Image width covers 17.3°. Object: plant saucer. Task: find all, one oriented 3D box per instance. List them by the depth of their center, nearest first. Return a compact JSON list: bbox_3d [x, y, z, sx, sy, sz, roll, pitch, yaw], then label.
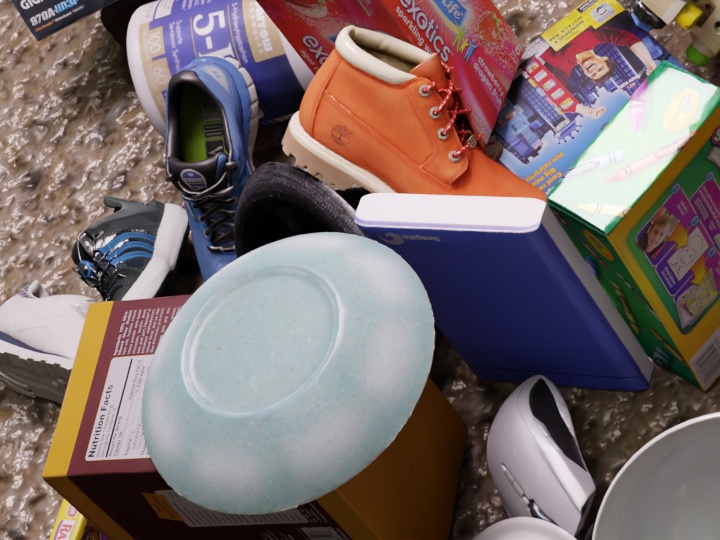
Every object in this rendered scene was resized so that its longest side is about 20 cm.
[{"bbox_3d":[-0.053,0.051,1.439,0.201,0.039,0.201,-15,51,19],"label":"plant saucer"}]

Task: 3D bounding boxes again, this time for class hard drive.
[{"bbox_3d":[0.096,0.016,1.536,0.132,0.200,0.025,3,60,31],"label":"hard drive"}]

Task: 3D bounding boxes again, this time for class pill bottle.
[{"bbox_3d":[-0.067,-0.175,1.820,0.200,0.120,0.120,-16,52,20],"label":"pill bottle"}]

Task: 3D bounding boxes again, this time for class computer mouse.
[{"bbox_3d":[0.116,0.148,1.513,0.200,0.044,0.110,-110,35,-46],"label":"computer mouse"}]

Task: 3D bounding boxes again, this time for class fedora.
[{"bbox_3d":[0.000,0.000,1.657,0.092,0.201,0.201,-26,40,-31],"label":"fedora"}]

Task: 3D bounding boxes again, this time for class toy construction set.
[{"bbox_3d":[0.213,-0.220,1.662,0.200,0.092,0.131,32,36,18],"label":"toy construction set"}]

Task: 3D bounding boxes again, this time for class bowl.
[{"bbox_3d":[0.244,0.167,1.393,0.201,0.090,0.201,5,104,22],"label":"bowl"}]

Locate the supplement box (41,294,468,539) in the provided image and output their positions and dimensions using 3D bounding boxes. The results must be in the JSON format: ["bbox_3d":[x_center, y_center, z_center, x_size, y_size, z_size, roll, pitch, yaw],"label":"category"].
[{"bbox_3d":[-0.065,0.119,1.557,0.200,0.197,0.133,-5,56,26],"label":"supplement box"}]

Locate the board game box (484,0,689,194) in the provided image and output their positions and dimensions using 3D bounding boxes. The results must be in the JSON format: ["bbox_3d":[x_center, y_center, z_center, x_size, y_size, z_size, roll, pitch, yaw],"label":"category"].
[{"bbox_3d":[0.152,-0.071,1.660,0.200,0.062,0.200,-37,48,1],"label":"board game box"}]

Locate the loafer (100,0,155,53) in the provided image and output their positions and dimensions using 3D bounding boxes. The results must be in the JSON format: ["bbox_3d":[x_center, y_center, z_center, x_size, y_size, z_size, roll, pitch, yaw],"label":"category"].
[{"bbox_3d":[-0.112,-0.223,1.925,0.200,0.073,0.071,-26,79,15],"label":"loafer"}]

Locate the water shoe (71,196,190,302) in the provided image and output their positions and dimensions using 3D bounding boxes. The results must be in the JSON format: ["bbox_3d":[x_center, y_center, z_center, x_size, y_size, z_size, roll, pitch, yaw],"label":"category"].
[{"bbox_3d":[-0.179,0.008,1.742,0.079,0.072,0.200,13,24,0],"label":"water shoe"}]

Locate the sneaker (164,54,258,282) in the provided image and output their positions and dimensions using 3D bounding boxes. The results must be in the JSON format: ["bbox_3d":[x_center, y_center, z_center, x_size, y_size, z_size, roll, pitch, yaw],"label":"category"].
[{"bbox_3d":[-0.110,-0.058,1.741,0.078,0.089,0.200,-13,92,22],"label":"sneaker"}]

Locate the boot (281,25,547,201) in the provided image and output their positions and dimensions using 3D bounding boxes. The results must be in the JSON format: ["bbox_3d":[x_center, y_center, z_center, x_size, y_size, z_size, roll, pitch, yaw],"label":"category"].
[{"bbox_3d":[0.053,-0.085,1.573,0.200,0.107,0.075,27,28,5],"label":"boot"}]

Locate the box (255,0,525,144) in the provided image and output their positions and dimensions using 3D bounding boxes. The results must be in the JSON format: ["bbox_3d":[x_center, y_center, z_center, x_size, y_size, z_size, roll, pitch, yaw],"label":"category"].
[{"bbox_3d":[0.017,-0.180,1.640,0.095,0.200,0.100,-10,42,38],"label":"box"}]

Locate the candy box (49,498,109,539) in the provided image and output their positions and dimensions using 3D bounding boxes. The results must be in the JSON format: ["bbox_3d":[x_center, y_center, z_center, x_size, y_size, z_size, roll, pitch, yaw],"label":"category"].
[{"bbox_3d":[-0.175,0.185,1.638,0.026,0.102,0.200,3,60,25],"label":"candy box"}]

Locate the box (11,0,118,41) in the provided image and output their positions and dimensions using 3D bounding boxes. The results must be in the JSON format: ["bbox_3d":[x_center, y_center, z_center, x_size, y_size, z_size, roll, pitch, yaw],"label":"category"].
[{"bbox_3d":[-0.171,-0.268,1.912,0.159,0.046,0.200,-21,17,32],"label":"box"}]

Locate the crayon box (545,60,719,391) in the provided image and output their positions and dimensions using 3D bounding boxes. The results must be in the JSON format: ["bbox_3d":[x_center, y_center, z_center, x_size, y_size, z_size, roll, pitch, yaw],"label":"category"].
[{"bbox_3d":[0.207,-0.025,1.503,0.119,0.200,0.058,-49,49,-9],"label":"crayon box"}]

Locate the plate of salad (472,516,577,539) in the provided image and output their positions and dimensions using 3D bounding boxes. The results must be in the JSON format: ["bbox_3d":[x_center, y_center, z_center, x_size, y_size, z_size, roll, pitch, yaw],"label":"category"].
[{"bbox_3d":[0.108,0.249,1.425,0.200,0.048,0.200,-5,84,55],"label":"plate of salad"}]

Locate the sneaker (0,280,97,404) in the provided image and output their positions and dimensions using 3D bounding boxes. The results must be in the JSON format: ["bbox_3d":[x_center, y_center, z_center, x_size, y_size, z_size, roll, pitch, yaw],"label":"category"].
[{"bbox_3d":[-0.204,0.060,1.768,0.200,0.076,0.081,20,59,36],"label":"sneaker"}]
